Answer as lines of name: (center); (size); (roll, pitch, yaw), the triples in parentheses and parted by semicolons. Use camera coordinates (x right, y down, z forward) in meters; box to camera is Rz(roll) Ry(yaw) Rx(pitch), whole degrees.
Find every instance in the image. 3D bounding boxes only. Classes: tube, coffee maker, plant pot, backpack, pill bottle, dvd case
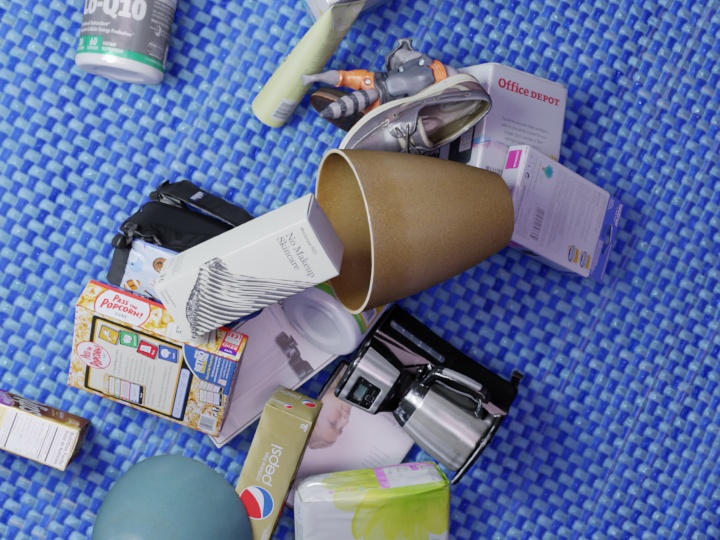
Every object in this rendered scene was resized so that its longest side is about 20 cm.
tube: (-0.067, -0.265, 1.469); (0.052, 0.058, 0.200); (24, 130, -23)
coffee maker: (0.086, 0.147, 1.490); (0.199, 0.192, 0.135); (36, 108, 5)
plant pot: (-0.247, 0.342, 1.413); (0.199, 0.135, 0.202); (3, 103, 15)
plant pot: (0.069, -0.057, 1.351); (0.199, 0.186, 0.188); (-8, 89, -21)
backpack: (-0.201, -0.002, 1.439); (0.189, 0.200, 0.155); (12, 114, 2)
pill bottle: (0.000, 0.000, 1.470); (0.111, 0.111, 0.200); (41, 58, -4)
pill bottle: (-0.288, -0.345, 1.474); (0.112, 0.113, 0.202); (9, 87, -6)
dvd case: (-0.023, 0.239, 1.534); (0.142, 0.018, 0.201); (35, 86, -5)

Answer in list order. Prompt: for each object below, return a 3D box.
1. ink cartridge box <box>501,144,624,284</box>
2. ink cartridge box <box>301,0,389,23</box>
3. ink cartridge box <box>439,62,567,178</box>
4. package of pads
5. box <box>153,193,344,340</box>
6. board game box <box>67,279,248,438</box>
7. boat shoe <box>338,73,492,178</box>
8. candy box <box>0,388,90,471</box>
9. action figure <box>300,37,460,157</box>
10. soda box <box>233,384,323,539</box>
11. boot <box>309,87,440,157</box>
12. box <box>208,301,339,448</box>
ink cartridge box: (0.251, -0.068, 1.488); (0.199, 0.042, 0.120); (23, 79, -35)
ink cartridge box: (-0.020, -0.396, 1.459); (0.125, 0.200, 0.129); (-29, 92, -6)
ink cartridge box: (0.181, -0.151, 1.505); (0.145, 0.083, 0.202); (10, 86, -37)
package of pads: (0.015, 0.327, 1.482); (0.198, 0.068, 0.156); (-6, 110, -12)
box: (-0.123, -0.003, 1.300); (0.199, 0.069, 0.082); (-25, 114, 17)
board game box: (-0.245, 0.108, 1.396); (0.199, 0.152, 0.046); (20, 43, -1)
boat shoe: (0.066, -0.168, 1.390); (0.199, 0.065, 0.072); (-27, 117, -5)
candy box: (-0.442, 0.183, 1.443); (0.199, 0.117, 0.057); (22, 87, -6)
action figure: (0.046, -0.193, 1.442); (0.192, 0.105, 0.201); (-20, 83, -4)
soda box: (-0.112, 0.250, 1.463); (0.064, 0.068, 0.201); (21, 108, 4)
boot: (0.037, -0.221, 1.537); (0.199, 0.075, 0.097); (21, 69, -5)
box: (-0.137, 0.120, 1.504); (0.200, 0.060, 0.117); (-36, 93, -6)
